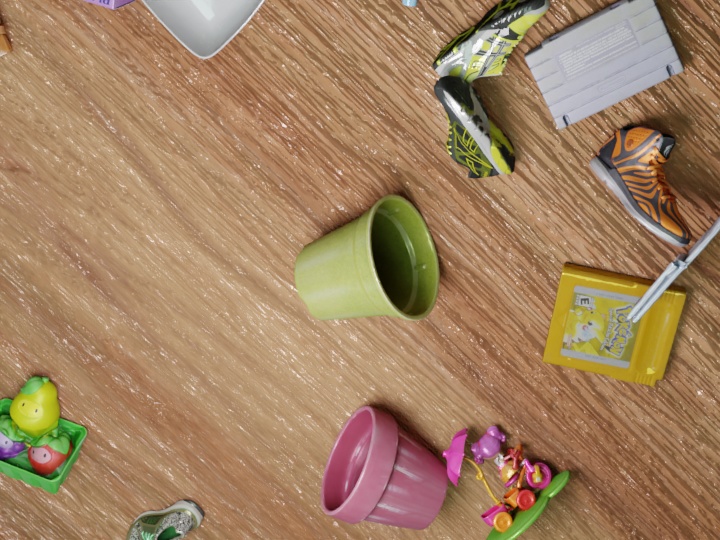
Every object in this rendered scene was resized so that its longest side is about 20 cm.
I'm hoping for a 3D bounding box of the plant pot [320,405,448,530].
[{"bbox_3d":[0.050,0.366,1.756,0.177,0.201,0.201,26,120,-15],"label":"plant pot"}]

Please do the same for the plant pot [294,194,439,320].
[{"bbox_3d":[0.000,0.000,1.605,0.182,0.201,0.203,-16,110,33],"label":"plant pot"}]

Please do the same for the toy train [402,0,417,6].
[{"bbox_3d":[0.049,-0.492,1.428,0.147,0.056,0.203,10,120,10],"label":"toy train"}]

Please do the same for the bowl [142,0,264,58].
[{"bbox_3d":[-0.234,-0.455,1.510,0.200,0.075,0.199,46,118,-8],"label":"bowl"}]

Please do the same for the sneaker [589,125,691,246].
[{"bbox_3d":[0.427,-0.134,1.435,0.112,0.077,0.201,-50,61,24],"label":"sneaker"}]

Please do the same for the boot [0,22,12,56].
[{"bbox_3d":[-0.689,-0.408,1.669,0.197,0.077,0.157,-18,113,14],"label":"boot"}]

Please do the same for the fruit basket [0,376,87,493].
[{"bbox_3d":[-0.649,0.317,1.956,0.212,0.157,0.218,12,135,13],"label":"fruit basket"}]

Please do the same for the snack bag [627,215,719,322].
[{"bbox_3d":[0.466,-0.013,1.443,0.021,0.188,0.201,42,110,13],"label":"snack bag"}]

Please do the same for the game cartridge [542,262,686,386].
[{"bbox_3d":[0.407,0.090,1.608,0.196,0.033,0.179,12,117,11],"label":"game cartridge"}]

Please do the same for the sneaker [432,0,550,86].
[{"bbox_3d":[0.200,-0.334,1.453,0.199,0.076,0.077,-30,111,36],"label":"sneaker"}]

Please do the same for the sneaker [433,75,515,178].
[{"bbox_3d":[0.157,-0.204,1.493,0.084,0.075,0.200,-20,129,30],"label":"sneaker"}]

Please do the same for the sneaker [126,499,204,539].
[{"bbox_3d":[-0.412,0.533,2.011,0.198,0.089,0.077,-31,104,26],"label":"sneaker"}]

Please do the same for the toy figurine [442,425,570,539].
[{"bbox_3d":[0.236,0.349,1.730,0.199,0.150,0.185,-40,87,-5],"label":"toy figurine"}]

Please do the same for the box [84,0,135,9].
[{"bbox_3d":[-0.426,-0.528,1.517,0.173,0.097,0.203,18,118,7],"label":"box"}]

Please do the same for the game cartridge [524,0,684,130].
[{"bbox_3d":[0.351,-0.305,1.440,0.198,0.038,0.131,-23,102,24],"label":"game cartridge"}]
